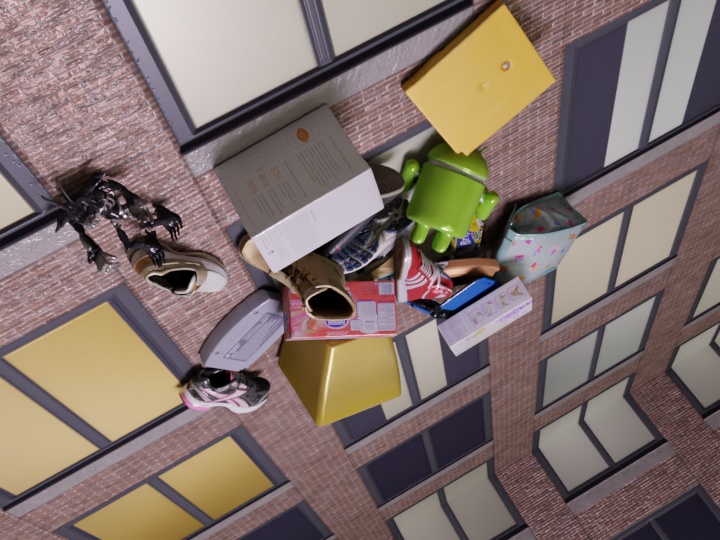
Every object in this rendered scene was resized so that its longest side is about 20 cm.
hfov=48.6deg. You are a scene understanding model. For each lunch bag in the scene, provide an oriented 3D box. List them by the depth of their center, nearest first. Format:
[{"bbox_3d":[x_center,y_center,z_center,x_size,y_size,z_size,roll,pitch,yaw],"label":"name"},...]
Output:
[{"bbox_3d":[0.363,-0.061,1.729,0.199,0.122,0.171,-20,148,-31],"label":"lunch bag"}]

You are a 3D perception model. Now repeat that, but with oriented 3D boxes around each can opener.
[{"bbox_3d":[-0.053,-0.053,1.415,0.199,0.064,0.079,-35,149,4],"label":"can opener"}]

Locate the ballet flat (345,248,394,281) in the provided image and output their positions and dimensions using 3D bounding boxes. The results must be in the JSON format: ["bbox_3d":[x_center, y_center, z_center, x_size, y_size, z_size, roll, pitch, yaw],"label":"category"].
[{"bbox_3d":[0.000,0.000,1.556,0.199,0.069,0.063,-28,121,-12],"label":"ballet flat"}]

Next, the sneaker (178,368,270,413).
[{"bbox_3d":[-0.261,0.235,1.616,0.199,0.081,0.087,1,134,-44],"label":"sneaker"}]

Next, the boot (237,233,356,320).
[{"bbox_3d":[-0.105,0.010,1.315,0.199,0.156,0.073,26,105,-20],"label":"boot"}]

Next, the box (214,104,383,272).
[{"bbox_3d":[-0.091,-0.123,1.197,0.199,0.153,0.107,-30,148,-4],"label":"box"}]

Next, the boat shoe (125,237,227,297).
[{"bbox_3d":[-0.287,0.010,1.285,0.075,0.069,0.199,-45,147,20],"label":"boat shoe"}]

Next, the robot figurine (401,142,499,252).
[{"bbox_3d":[0.152,-0.135,1.399,0.116,0.174,0.201,-58,169,-86],"label":"robot figurine"}]

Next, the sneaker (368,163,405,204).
[{"bbox_3d":[-0.024,-0.115,1.358,0.198,0.075,0.107,-13,149,-13],"label":"sneaker"}]

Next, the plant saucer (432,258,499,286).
[{"bbox_3d":[0.189,0.009,1.653,0.198,0.033,0.200,-5,170,-1],"label":"plant saucer"}]

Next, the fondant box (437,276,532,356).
[{"bbox_3d":[0.267,0.100,1.698,0.199,0.058,0.144,-33,163,3],"label":"fondant box"}]

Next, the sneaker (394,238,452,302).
[{"bbox_3d":[0.121,-0.002,1.490,0.111,0.072,0.200,-4,154,0],"label":"sneaker"}]

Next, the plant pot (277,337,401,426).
[{"bbox_3d":[-0.038,0.157,1.614,0.199,0.200,0.177,-16,134,-25],"label":"plant pot"}]

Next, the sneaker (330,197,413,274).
[{"bbox_3d":[0.022,-0.047,1.478,0.199,0.077,0.085,-33,158,-7],"label":"sneaker"}]

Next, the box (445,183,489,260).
[{"bbox_3d":[0.199,-0.104,1.565,0.064,0.070,0.201,-22,147,-14],"label":"box"}]

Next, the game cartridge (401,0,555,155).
[{"bbox_3d":[0.190,-0.300,1.273,0.200,0.033,0.176,-39,128,13],"label":"game cartridge"}]

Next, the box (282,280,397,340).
[{"bbox_3d":[-0.040,0.075,1.464,0.198,0.104,0.095,-2,172,-14],"label":"box"}]

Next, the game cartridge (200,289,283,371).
[{"bbox_3d":[-0.213,0.116,1.534,0.200,0.041,0.133,-45,151,18],"label":"game cartridge"}]

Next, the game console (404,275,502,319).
[{"bbox_3d":[0.181,0.039,1.672,0.119,0.170,0.200,-66,157,4],"label":"game console"}]

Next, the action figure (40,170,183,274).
[{"bbox_3d":[-0.336,-0.065,1.105,0.119,0.102,0.199,-49,148,14],"label":"action figure"}]
